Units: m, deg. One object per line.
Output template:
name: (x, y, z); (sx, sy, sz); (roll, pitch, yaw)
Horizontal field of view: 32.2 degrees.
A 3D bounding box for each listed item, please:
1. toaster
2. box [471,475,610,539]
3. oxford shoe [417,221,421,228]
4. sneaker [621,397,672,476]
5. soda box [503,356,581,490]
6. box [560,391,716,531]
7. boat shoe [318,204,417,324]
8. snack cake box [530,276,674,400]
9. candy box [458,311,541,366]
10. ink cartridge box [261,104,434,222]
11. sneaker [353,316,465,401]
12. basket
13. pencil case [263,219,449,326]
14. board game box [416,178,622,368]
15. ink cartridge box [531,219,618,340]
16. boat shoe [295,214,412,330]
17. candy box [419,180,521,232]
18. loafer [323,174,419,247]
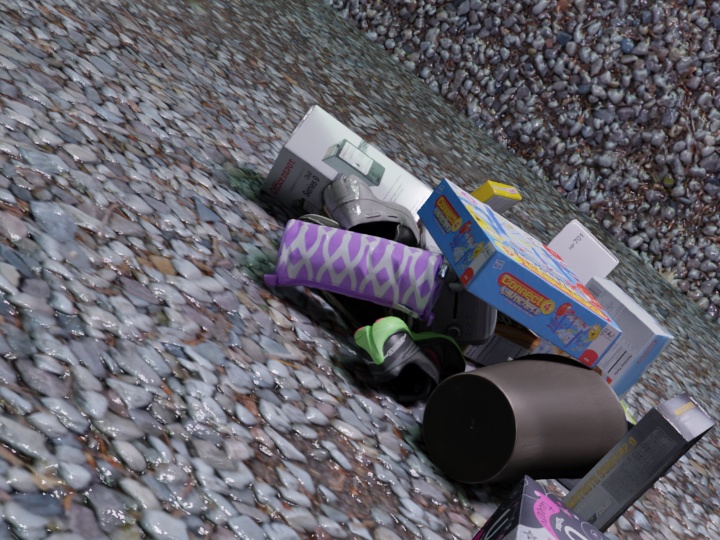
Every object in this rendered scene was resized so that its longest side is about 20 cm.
toaster: (0.126, -0.004, 1.620); (0.113, 0.130, 0.200); (5, 33, 4)
box: (0.144, 0.275, 1.007); (0.132, 0.115, 0.200); (38, 16, 1)
oxford shoe: (0.100, -0.099, 2.030); (0.199, 0.073, 0.071); (24, 21, -38)
sneaker: (0.360, 0.217, 1.731); (0.081, 0.074, 0.200); (31, 23, -44)
soda box: (0.233, 0.196, 1.502); (0.200, 0.068, 0.063); (38, 16, 7)
box: (0.266, 0.215, 1.278); (0.048, 0.200, 0.158); (46, 19, 18)
boat shoe: (0.000, 0.000, 1.561); (0.072, 0.068, 0.200); (4, 37, -49)
snack cake box: (0.283, 0.121, 1.573); (0.115, 0.200, 0.067); (46, 18, 28)
candy box: (0.202, 0.099, 1.728); (0.199, 0.055, 0.116); (26, 19, -33)
ink cartridge box: (-0.020, -0.106, 1.660); (0.200, 0.084, 0.146); (36, -26, -2)
sneaker: (0.057, 0.110, 1.396); (0.200, 0.077, 0.084); (19, 52, -55)
basket: (0.167, 0.163, 1.341); (0.180, 0.137, 0.200); (20, 10, 33)
pencil case: (-0.001, 0.003, 1.406); (0.199, 0.086, 0.084); (14, -26, 9)
board game box: (0.179, 0.001, 1.428); (0.200, 0.056, 0.196); (31, 15, -27)
ink cartridge box: (0.266, 0.011, 1.685); (0.086, 0.146, 0.200); (44, 7, 4)
boat shoe: (-0.019, 0.004, 1.496); (0.202, 0.072, 0.060); (47, 14, 19)
candy box: (0.124, -0.056, 1.738); (0.026, 0.200, 0.102); (60, 23, 14)
loafer: (0.019, -0.050, 1.492); (0.200, 0.070, 0.070); (26, 41, -58)
